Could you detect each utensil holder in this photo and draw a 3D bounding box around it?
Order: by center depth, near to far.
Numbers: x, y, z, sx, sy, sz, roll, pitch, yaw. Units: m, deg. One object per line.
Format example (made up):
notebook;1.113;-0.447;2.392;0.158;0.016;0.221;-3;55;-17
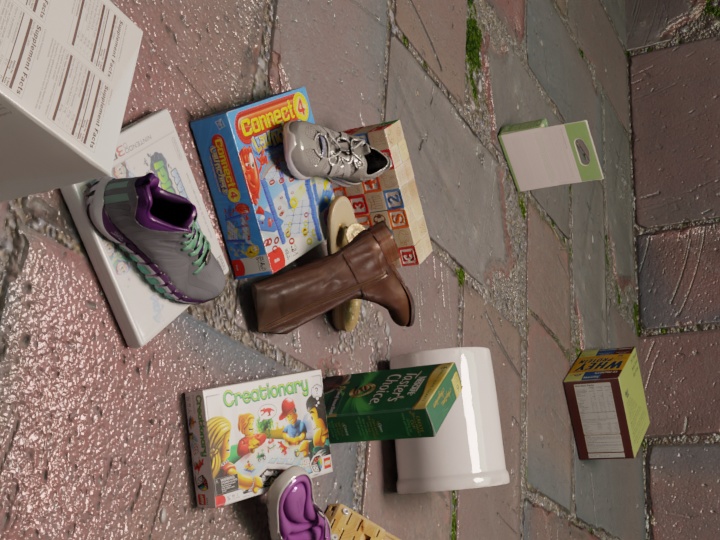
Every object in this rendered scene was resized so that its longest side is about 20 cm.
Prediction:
utensil holder;0.129;0.225;1.477;0.169;0.168;0.203;15;67;-60

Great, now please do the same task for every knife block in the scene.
knife block;0.008;0.427;1.322;0.199;0.176;0.064;30;38;2

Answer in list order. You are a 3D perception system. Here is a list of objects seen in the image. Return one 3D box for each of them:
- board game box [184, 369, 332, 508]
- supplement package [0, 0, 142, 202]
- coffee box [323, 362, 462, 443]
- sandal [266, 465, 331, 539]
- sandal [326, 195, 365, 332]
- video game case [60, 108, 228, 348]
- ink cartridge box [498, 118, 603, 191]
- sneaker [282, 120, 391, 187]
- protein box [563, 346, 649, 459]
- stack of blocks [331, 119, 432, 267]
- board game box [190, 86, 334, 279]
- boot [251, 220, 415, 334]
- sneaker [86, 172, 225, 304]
board game box;-0.113;0.190;1.137;0.199;0.034;0.128;-4;86;-52
supplement package;-0.306;-0.175;0.786;0.200;0.150;0.152;41;47;-50
coffee box;0.021;0.170;1.250;0.123;0.198;0.044;-43;120;-56
sandal;-0.066;0.311;1.160;0.082;0.050;0.204;-43;141;-24
sandal;0.002;-0.003;1.326;0.078;0.069;0.214;-50;147;-47
video game case;-0.224;-0.049;1.040;0.182;0.023;0.202;-48;125;-55
ink cartridge box;0.407;-0.250;2.084;0.147;0.198;0.048;65;35;-27
sneaker;-0.030;-0.155;1.250;0.199;0.081;0.076;2;81;-62
protein box;0.589;0.315;2.338;0.198;0.134;0.202;-33;112;-59
stack of blocks;0.021;-0.104;1.415;0.059;0.114;0.202;-41;119;-57
board game box;-0.111;-0.115;1.234;0.200;0.055;0.198;-38;116;-59
boot;-0.036;0.045;1.247;0.064;0.199;0.187;50;-15;47
sneaker;-0.183;-0.027;0.994;0.200;0.087;0.075;44;46;-48
